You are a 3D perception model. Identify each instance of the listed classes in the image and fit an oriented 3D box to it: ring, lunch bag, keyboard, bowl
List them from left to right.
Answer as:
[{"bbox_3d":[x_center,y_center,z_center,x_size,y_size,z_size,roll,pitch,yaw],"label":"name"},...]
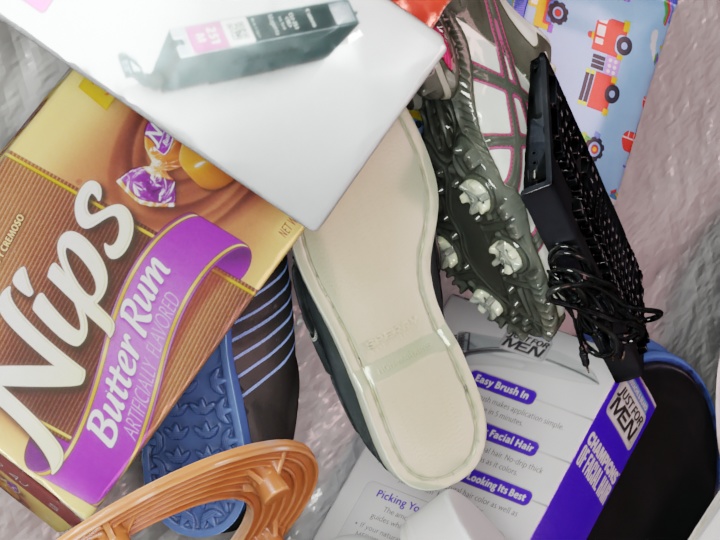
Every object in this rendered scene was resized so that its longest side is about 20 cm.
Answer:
[{"bbox_3d":[-0.098,0.139,1.050,0.200,0.019,0.201,-32,162,-12],"label":"ring"},{"bbox_3d":[0.037,-0.096,1.198,0.200,0.094,0.151,16,91,-39],"label":"lunch bag"},{"bbox_3d":[0.138,0.134,1.413,0.200,0.039,0.201,-19,115,-46],"label":"bowl"},{"bbox_3d":[0.115,-0.009,1.140,0.200,0.040,0.104,55,35,-57],"label":"keyboard"}]

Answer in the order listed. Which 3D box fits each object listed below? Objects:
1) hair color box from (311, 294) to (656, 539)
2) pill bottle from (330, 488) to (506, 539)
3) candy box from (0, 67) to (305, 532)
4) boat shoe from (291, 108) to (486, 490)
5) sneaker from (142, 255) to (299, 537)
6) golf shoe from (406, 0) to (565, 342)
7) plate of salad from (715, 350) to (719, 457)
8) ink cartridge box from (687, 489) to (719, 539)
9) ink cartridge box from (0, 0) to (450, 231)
[{"bbox_3d":[0.052,0.121,1.245,0.200,0.109,0.065,-60,146,-17],"label":"hair color box"},{"bbox_3d":[-0.013,0.190,1.125,0.200,0.113,0.113,-39,138,7],"label":"pill bottle"},{"bbox_3d":[-0.103,-0.009,1.013,0.117,0.056,0.200,40,69,-9],"label":"candy box"},{"bbox_3d":[0.002,-0.001,1.126,0.074,0.066,0.200,-26,105,-17],"label":"boat shoe"},{"bbox_3d":[-0.064,0.017,1.120,0.078,0.070,0.201,-12,105,-75],"label":"sneaker"},{"bbox_3d":[0.061,-0.064,1.133,0.088,0.077,0.200,-33,111,-27],"label":"golf shoe"},{"bbox_3d":[0.253,0.051,1.515,0.200,0.048,0.201,-18,112,-52],"label":"plate of salad"},{"bbox_3d":[0.258,0.225,1.459,0.084,0.146,0.200,-51,154,-25],"label":"ink cartridge box"},{"bbox_3d":[-0.049,-0.142,0.969,0.200,0.044,0.174,34,97,-11],"label":"ink cartridge box"}]
